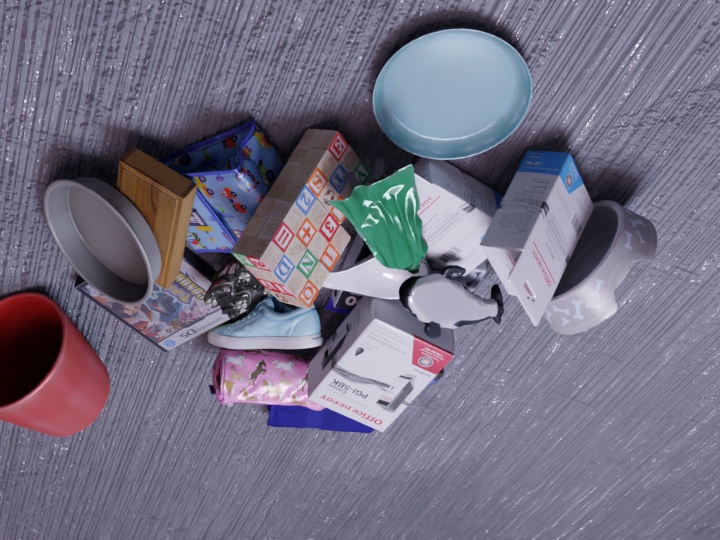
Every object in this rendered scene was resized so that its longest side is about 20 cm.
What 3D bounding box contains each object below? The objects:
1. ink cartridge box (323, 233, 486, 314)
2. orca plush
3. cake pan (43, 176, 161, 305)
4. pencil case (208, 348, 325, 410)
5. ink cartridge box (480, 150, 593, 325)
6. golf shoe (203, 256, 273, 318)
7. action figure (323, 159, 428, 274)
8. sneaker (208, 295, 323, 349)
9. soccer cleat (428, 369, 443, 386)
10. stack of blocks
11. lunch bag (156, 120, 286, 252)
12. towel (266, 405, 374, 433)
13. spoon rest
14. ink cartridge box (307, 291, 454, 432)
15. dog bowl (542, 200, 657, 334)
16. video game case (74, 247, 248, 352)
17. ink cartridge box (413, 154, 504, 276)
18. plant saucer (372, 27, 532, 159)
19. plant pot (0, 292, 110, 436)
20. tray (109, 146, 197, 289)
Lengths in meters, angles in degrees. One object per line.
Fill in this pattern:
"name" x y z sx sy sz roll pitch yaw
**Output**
"ink cartridge box" 0.063 0.031 1.465 0.196 0.044 0.201 11 137 -14
"orca plush" 0.120 0.033 1.371 0.199 0.071 0.106 -8 112 -37
"cake pan" -0.346 -0.044 1.301 0.199 0.037 0.201 25 138 24
"pencil case" -0.138 0.176 1.536 0.198 0.083 0.087 6 110 -23
"ink cartridge box" 0.226 -0.043 1.263 0.067 0.201 0.116 10 151 39
"golf shoe" -0.147 -0.006 1.357 0.199 0.089 0.077 -23 133 38
"action figure" 0.040 -0.058 1.254 0.117 0.055 0.200 -18 138 11
"sneaker" -0.150 0.079 1.505 0.198 0.083 0.074 -2 -178 21
"soccer cleat" 0.045 0.145 1.574 0.199 0.065 0.084 24 141 -24
"stack of blocks" -0.067 -0.068 1.237 0.058 0.201 0.115 12 155 41
"lunch bag" -0.194 -0.099 1.296 0.199 0.095 0.151 -10 137 29
"towel" -0.062 0.226 1.673 0.198 0.050 0.148 6 140 -6
"spoon rest" 0.000 0.000 1.357 0.198 0.061 0.100 8 137 -5
"ink cartridge box" 0.028 0.137 1.461 0.146 0.083 0.200 26 125 -18
"dog bowl" 0.311 -0.011 1.323 0.059 0.201 0.200 38 126 -17
"video game case" -0.301 0.037 1.469 0.180 0.026 0.200 -26 132 24
"ink cartridge box" 0.103 -0.084 1.320 0.199 0.068 0.116 27 131 -28
"plant saucer" 0.114 -0.223 1.201 0.198 0.028 0.201 -1 137 -1
"plant pot" -0.494 0.161 1.489 0.199 0.202 0.178 -14 146 13
"tray" -0.283 -0.065 1.292 0.098 0.037 0.201 30 140 5
